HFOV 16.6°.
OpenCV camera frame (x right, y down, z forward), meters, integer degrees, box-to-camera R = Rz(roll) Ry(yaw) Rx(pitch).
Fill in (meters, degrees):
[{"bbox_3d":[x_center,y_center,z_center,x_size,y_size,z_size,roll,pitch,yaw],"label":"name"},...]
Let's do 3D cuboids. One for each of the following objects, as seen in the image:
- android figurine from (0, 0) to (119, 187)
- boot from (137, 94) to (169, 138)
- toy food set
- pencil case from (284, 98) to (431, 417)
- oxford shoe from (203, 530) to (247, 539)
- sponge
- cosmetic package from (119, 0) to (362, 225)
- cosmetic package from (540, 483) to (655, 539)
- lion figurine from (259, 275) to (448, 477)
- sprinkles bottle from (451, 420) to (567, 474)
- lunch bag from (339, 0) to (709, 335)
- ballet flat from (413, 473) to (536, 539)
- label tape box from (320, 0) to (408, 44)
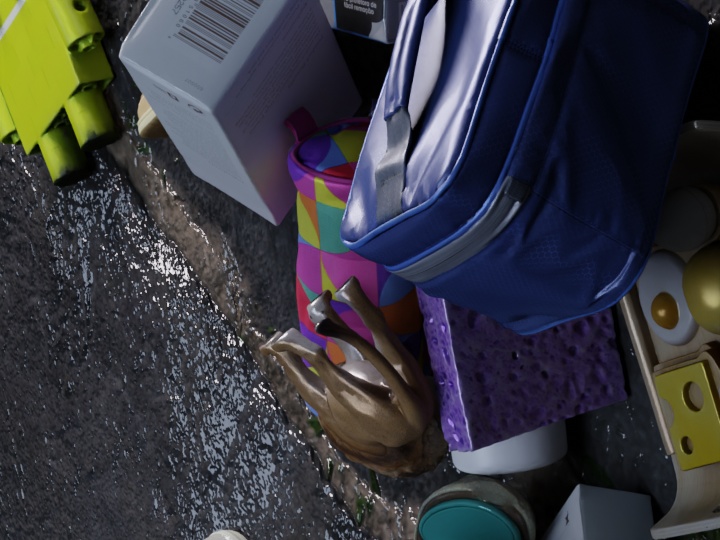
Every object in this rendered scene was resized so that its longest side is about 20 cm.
[{"bbox_3d":[-0.243,-0.170,1.859,0.182,0.041,0.201,-40,69,55],"label":"android figurine"},{"bbox_3d":[-0.112,-0.186,1.620,0.200,0.072,0.156,-45,61,58],"label":"boot"},{"bbox_3d":[0.167,0.034,1.279,0.143,0.060,0.201,-24,81,57],"label":"toy food set"},{"bbox_3d":[0.000,0.000,1.478,0.088,0.088,0.201,38,142,44],"label":"pencil case"},{"bbox_3d":[-0.070,0.268,1.739,0.200,0.057,0.075,52,138,31],"label":"oxford shoe"},{"bbox_3d":[0.080,-0.011,1.349,0.030,0.111,0.201,-3,99,59],"label":"sponge"},{"bbox_3d":[-0.067,-0.112,1.451,0.074,0.102,0.200,31,169,16],"label":"cosmetic package"},{"bbox_3d":[0.113,0.240,1.395,0.200,0.051,0.152,117,155,-47],"label":"cosmetic package"},{"bbox_3d":[0.007,0.070,1.383,0.123,0.072,0.200,49,179,-2],"label":"lion figurine"},{"bbox_3d":[0.073,0.012,1.409,0.068,0.068,0.202,5,105,56],"label":"sprinkles bottle"},{"bbox_3d":[0.077,-0.084,1.248,0.136,0.132,0.201,-25,43,56],"label":"lunch bag"},{"bbox_3d":[0.065,0.155,1.463,0.067,0.062,0.200,36,149,3],"label":"ballet flat"},{"bbox_3d":[-0.005,-0.244,1.439,0.143,0.066,0.201,23,122,52],"label":"label tape box"}]
